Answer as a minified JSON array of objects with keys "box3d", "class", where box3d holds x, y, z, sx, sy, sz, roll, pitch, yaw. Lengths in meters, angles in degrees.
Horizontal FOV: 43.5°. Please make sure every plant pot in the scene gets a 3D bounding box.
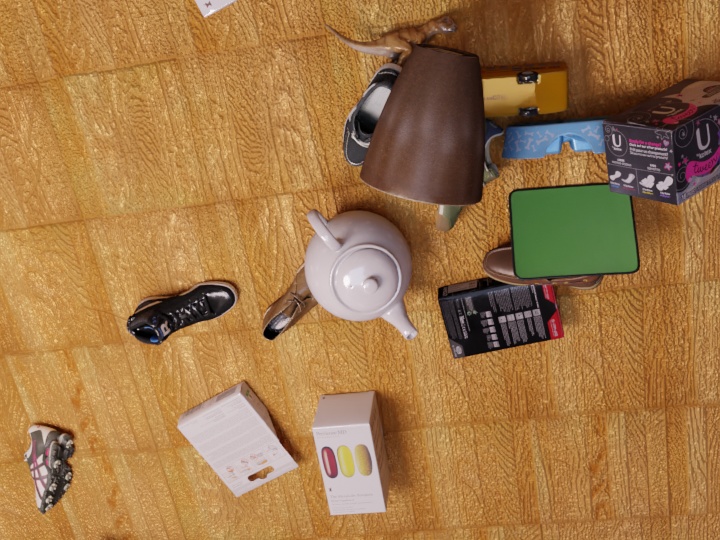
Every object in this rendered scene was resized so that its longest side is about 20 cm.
[{"box3d":[0.105,-0.218,1.306,0.185,0.187,0.202,10,109,2],"class":"plant pot"}]

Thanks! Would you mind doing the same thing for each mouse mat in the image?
[{"box3d":[0.341,-0.064,1.450,0.198,0.163,0.008,-3,158,8],"class":"mouse mat"}]

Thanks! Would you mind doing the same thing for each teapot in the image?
[{"box3d":[0.000,0.000,1.487,0.198,0.146,0.200,4,107,-10],"class":"teapot"}]

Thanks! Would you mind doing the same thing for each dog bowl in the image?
[{"box3d":[0.317,-0.207,1.395,0.198,0.112,0.050,-3,102,9],"class":"dog bowl"}]

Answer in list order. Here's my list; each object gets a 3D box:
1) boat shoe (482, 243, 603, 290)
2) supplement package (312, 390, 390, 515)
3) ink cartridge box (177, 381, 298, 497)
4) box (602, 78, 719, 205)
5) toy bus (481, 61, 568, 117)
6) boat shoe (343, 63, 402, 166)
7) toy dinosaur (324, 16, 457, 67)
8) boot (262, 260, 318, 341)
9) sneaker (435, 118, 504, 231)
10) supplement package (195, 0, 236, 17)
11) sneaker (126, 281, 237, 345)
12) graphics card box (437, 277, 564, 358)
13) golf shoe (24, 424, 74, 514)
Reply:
[{"box3d":[0.297,-0.011,1.476,0.198,0.068,0.073,6,82,16],"class":"boat shoe"},{"box3d":[-0.015,0.343,1.698,0.112,0.110,0.202,-6,115,10],"class":"supplement package"},{"box3d":[-0.235,0.330,1.758,0.160,0.050,0.201,-29,113,19],"class":"ink cartridge box"},{"box3d":[0.469,-0.193,1.313,0.199,0.132,0.116,-28,117,-26],"class":"box"},{"box3d":[0.217,-0.276,1.386,0.198,0.078,0.066,-2,117,8],"class":"toy bus"},{"box3d":[0.013,-0.233,1.417,0.075,0.061,0.201,23,135,1],"class":"boat shoe"},{"box3d":[0.051,-0.344,1.395,0.198,0.060,0.107,-11,102,1],"class":"toy dinosaur"},{"box3d":[-0.104,0.050,1.587,0.073,0.076,0.200,39,112,-8],"class":"boot"},{"box3d":[0.179,-0.151,1.456,0.089,0.067,0.202,11,114,7],"class":"sneaker"},{"box3d":[-0.180,-0.491,1.263,0.146,0.200,0.192,-22,112,17],"class":"supplement package"},{"box3d":[-0.320,0.086,1.609,0.198,0.112,0.074,-14,115,13],"class":"sneaker"},{"box3d":[0.243,0.073,1.568,0.198,0.051,0.127,-14,113,12],"class":"graphics card box"},{"box3d":[-0.637,0.401,1.836,0.087,0.077,0.202,24,116,17],"class":"golf shoe"}]
